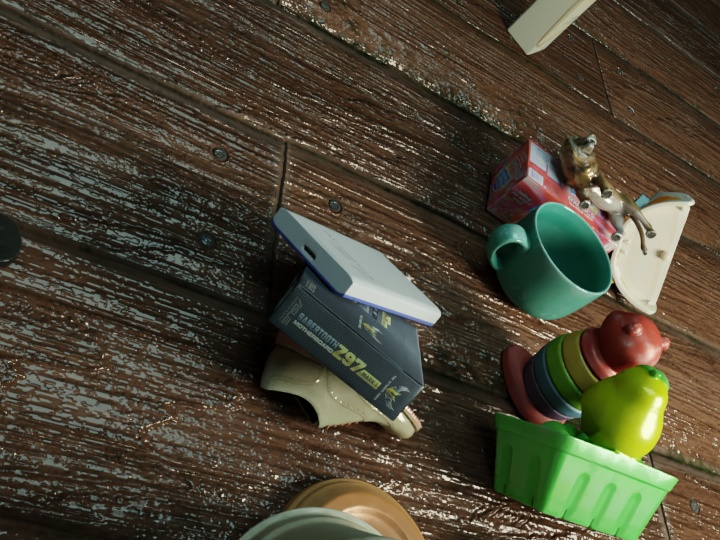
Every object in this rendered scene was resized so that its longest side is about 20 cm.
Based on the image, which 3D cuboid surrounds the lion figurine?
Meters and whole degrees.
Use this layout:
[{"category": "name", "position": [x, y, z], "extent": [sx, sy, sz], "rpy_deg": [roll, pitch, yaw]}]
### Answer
[{"category": "lion figurine", "position": [0.380, -0.117, 1.196], "extent": [0.200, 0.072, 0.123], "rpy_deg": [44, 27, -27]}]

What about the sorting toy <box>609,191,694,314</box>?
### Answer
[{"category": "sorting toy", "position": [0.488, -0.058, 1.327], "extent": [0.106, 0.201, 0.180], "rpy_deg": [18, 25, 16]}]

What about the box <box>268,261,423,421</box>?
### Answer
[{"category": "box", "position": [-0.009, 0.058, 0.812], "extent": [0.158, 0.051, 0.200], "rpy_deg": [40, 11, -6]}]

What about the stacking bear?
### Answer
[{"category": "stacking bear", "position": [0.294, 0.119, 0.986], "extent": [0.121, 0.200, 0.114], "rpy_deg": [28, 45, -22]}]

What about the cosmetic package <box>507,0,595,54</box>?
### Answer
[{"category": "cosmetic package", "position": [0.402, -0.533, 1.544], "extent": [0.073, 0.200, 0.103], "rpy_deg": [52, 43, 4]}]

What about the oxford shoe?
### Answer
[{"category": "oxford shoe", "position": [-0.022, 0.139, 0.824], "extent": [0.200, 0.071, 0.074], "rpy_deg": [34, 73, -21]}]

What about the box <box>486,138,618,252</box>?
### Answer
[{"category": "box", "position": [0.309, -0.101, 1.235], "extent": [0.199, 0.095, 0.103], "rpy_deg": [33, 45, -18]}]

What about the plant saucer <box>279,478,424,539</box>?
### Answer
[{"category": "plant saucer", "position": [0.001, 0.296, 0.737], "extent": [0.199, 0.037, 0.201], "rpy_deg": [22, 49, -27]}]

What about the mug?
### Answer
[{"category": "mug", "position": [0.258, -0.016, 1.118], "extent": [0.185, 0.114, 0.152], "rpy_deg": [41, 43, -8]}]

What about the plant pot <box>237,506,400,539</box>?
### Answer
[{"category": "plant pot", "position": [-0.013, 0.278, 0.587], "extent": [0.199, 0.184, 0.202], "rpy_deg": [7, 68, -17]}]

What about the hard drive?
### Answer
[{"category": "hard drive", "position": [0.000, 0.000, 0.869], "extent": [0.132, 0.025, 0.200], "rpy_deg": [45, 13, 32]}]

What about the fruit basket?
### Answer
[{"category": "fruit basket", "position": [0.279, 0.200, 0.918], "extent": [0.214, 0.155, 0.217], "rpy_deg": [-1, 92, -27]}]

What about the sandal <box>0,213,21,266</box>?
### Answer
[{"category": "sandal", "position": [-0.386, -0.039, 0.643], "extent": [0.199, 0.045, 0.075], "rpy_deg": [0, 61, -40]}]
